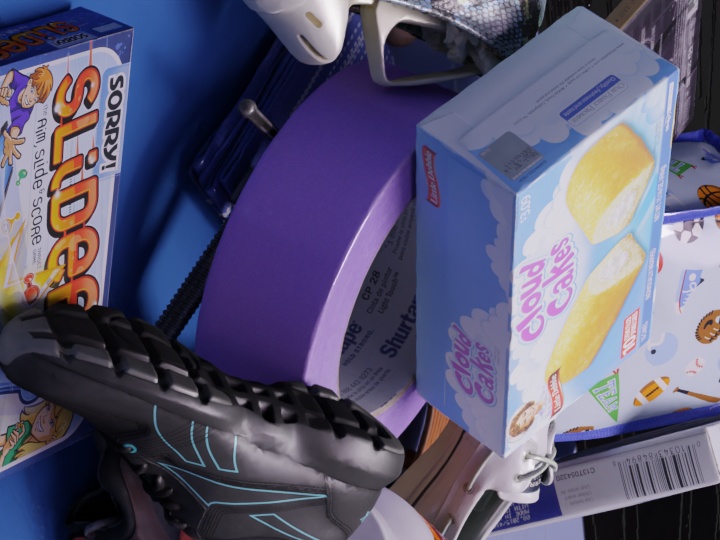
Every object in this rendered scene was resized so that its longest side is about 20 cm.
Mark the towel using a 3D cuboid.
[{"bbox_3d":[-0.021,-0.056,1.167,0.145,0.024,0.200,-60,153,-18],"label":"towel"}]

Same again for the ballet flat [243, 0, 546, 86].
[{"bbox_3d":[0.002,-0.123,1.030,0.199,0.074,0.075,8,105,-28],"label":"ballet flat"}]

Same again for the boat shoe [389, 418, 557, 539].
[{"bbox_3d":[0.086,0.105,1.275,0.073,0.067,0.200,-9,143,-46],"label":"boat shoe"}]

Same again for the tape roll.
[{"bbox_3d":[0.000,0.000,1.100,0.200,0.065,0.201,-50,154,-35],"label":"tape roll"}]

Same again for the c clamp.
[{"bbox_3d":[-0.077,0.018,1.088,0.201,0.027,0.171,-58,156,3],"label":"c clamp"}]

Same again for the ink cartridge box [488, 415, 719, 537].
[{"bbox_3d":[0.191,0.134,1.495,0.199,0.195,0.044,-5,79,-58],"label":"ink cartridge box"}]

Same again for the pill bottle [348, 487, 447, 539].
[{"bbox_3d":[-0.002,0.173,1.164,0.114,0.112,0.200,-62,161,-9],"label":"pill bottle"}]

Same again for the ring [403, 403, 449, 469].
[{"bbox_3d":[0.004,0.120,1.309,0.201,0.019,0.201,-50,154,-34],"label":"ring"}]

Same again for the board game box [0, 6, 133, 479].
[{"bbox_3d":[-0.160,-0.002,0.941,0.135,0.034,0.202,-27,132,-51],"label":"board game box"}]

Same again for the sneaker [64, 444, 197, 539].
[{"bbox_3d":[-0.107,0.133,1.108,0.201,0.081,0.078,107,-3,-55],"label":"sneaker"}]

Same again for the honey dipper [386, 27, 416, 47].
[{"bbox_3d":[0.003,-0.178,1.104,0.038,0.038,0.200,-57,153,-19],"label":"honey dipper"}]

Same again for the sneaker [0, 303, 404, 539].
[{"bbox_3d":[-0.074,0.078,0.967,0.199,0.075,0.080,23,104,-26],"label":"sneaker"}]

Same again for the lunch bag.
[{"bbox_3d":[0.157,0.010,1.405,0.199,0.124,0.171,-12,122,-30],"label":"lunch bag"}]

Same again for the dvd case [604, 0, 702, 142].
[{"bbox_3d":[0.125,-0.072,1.187,0.200,0.016,0.149,-48,153,-27],"label":"dvd case"}]

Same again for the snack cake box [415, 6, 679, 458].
[{"bbox_3d":[0.088,-0.015,1.079,0.115,0.067,0.201,-38,148,-26],"label":"snack cake box"}]
